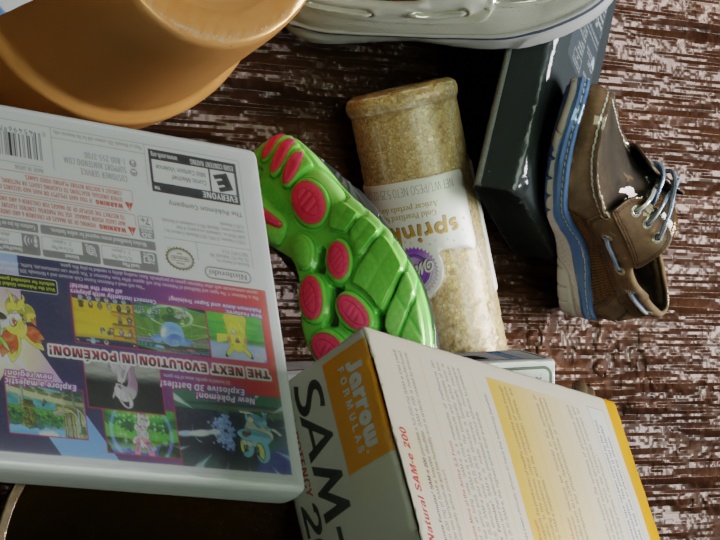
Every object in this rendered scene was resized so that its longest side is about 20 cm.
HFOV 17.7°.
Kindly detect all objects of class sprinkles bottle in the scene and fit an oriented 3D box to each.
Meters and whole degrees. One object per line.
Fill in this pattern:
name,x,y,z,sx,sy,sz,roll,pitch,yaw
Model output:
sprinkles bottle,0.043,-0.008,1.341,0.068,0.068,0.202,-16,97,-35

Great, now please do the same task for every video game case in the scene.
video game case,-0.123,0.014,1.073,0.199,0.023,0.184,9,60,-36

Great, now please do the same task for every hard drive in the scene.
hard drive,0.115,-0.121,1.374,0.140,0.033,0.202,49,52,-69

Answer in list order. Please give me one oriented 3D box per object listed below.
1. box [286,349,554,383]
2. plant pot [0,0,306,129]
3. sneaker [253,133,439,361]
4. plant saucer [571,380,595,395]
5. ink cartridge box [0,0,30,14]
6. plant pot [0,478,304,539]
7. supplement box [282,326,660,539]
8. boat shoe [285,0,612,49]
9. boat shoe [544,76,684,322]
box,0.005,0.106,1.269,0.198,0.060,0.118,-4,96,-16
plant pot,-0.110,-0.174,1.194,0.199,0.140,0.202,1,88,-36
sneaker,0.000,0.000,1.248,0.077,0.201,0.084,-46,135,17
plant saucer,0.125,0.165,1.331,0.029,0.200,0.202,6,83,5
ink cartridge box,-0.178,-0.219,1.103,0.047,0.196,0.201,52,16,-61
plant pot,-0.135,0.195,1.111,0.186,0.200,0.188,20,53,-28
supplement box,0.058,0.117,1.147,0.199,0.073,0.127,18,46,-44
boat shoe,0.047,-0.167,1.284,0.198,0.070,0.072,-1,75,4
boat shoe,0.152,-0.040,1.360,0.201,0.072,0.073,74,30,-56
